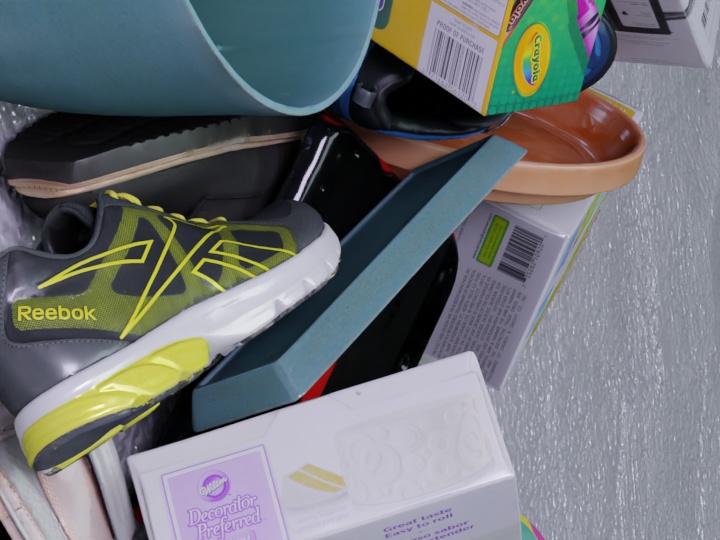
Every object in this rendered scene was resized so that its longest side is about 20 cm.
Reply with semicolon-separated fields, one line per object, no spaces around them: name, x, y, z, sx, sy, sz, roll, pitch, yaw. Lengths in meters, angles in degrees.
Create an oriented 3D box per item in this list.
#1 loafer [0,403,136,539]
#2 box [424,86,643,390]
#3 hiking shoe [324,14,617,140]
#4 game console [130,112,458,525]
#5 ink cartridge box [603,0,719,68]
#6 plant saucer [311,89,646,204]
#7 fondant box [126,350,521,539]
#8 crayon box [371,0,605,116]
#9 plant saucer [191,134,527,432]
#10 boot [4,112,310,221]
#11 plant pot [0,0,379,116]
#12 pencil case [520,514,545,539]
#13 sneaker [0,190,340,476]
loafer;-0.114;0.146;0.739;0.063;0.071;0.202;-28;106;-45
box;0.084;-0.037;1.113;0.200;0.101;0.113;-51;165;-57
hiking shoe;0.052;-0.089;0.869;0.198;0.087;0.075;-8;127;-37
game console;-0.026;0.043;0.896;0.202;0.031;0.177;-65;150;-8
ink cartridge box;0.145;-0.190;0.962;0.200;0.067;0.117;36;63;-69
plant saucer;0.051;-0.079;0.995;0.200;0.199;0.033;-37;143;-62
fondant box;-0.006;0.114;0.804;0.200;0.143;0.059;75;-3;-64
crayon box;0.019;-0.163;0.779;0.058;0.200;0.120;-13;129;-39
plant saucer;0.000;0.000;0.812;0.019;0.070;0.200;55;46;-13
boot;-0.079;-0.006;0.834;0.199;0.077;0.140;-20;116;-57
plant pot;-0.102;-0.149;0.684;0.200;0.159;0.203;-4;90;-67
pencil case;0.040;0.172;1.057;0.200;0.087;0.089;12;75;-67
sneaker;-0.077;0.000;0.730;0.085;0.074;0.200;56;33;-2
